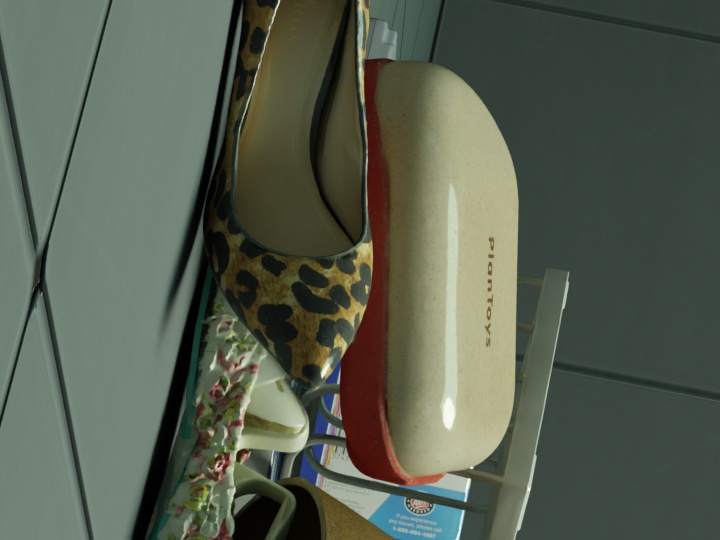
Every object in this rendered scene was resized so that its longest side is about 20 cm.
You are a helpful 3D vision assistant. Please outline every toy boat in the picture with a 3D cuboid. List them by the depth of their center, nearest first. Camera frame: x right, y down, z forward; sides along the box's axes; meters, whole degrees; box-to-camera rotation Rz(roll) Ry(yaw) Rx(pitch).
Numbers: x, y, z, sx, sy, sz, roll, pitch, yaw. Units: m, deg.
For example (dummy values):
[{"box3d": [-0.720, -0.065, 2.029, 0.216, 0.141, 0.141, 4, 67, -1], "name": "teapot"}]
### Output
[{"box3d": [0.000, 0.000, 1.310, 0.131, 0.131, 0.200, 6, 85, -70], "name": "toy boat"}]

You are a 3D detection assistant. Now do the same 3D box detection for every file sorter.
[{"box3d": [0.027, 0.095, 1.458, 0.200, 0.124, 0.139, -74, 176, -57], "name": "file sorter"}]

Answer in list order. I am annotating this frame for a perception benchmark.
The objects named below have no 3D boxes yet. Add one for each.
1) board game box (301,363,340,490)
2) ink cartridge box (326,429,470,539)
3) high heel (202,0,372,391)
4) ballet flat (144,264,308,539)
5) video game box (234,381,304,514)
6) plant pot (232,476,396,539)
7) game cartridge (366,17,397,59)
[{"box3d": [-0.036, 0.085, 1.897, 0.134, 0.045, 0.200, 93, 8, -72], "name": "board game box"}, {"box3d": [0.021, 0.098, 2.091, 0.085, 0.144, 0.200, 55, 46, -86], "name": "ink cartridge box"}, {"box3d": [-0.023, -0.061, 1.178, 0.143, 0.071, 0.200, 107, -19, -47], "name": "high heel"}, {"box3d": [-0.058, 0.088, 1.248, 0.076, 0.064, 0.200, 95, 6, -63], "name": "ballet flat"}, {"box3d": [-0.048, 0.038, 1.452, 0.182, 0.047, 0.200, -76, 177, -82], "name": "video game box"}, {"box3d": [0.018, 0.219, 1.280, 0.186, 0.200, 0.186, -51, -157, 32], "name": "plant pot"}, {"box3d": [-0.003, -0.088, 2.014, 0.200, 0.040, 0.133, 92, 6, -73], "name": "game cartridge"}]
